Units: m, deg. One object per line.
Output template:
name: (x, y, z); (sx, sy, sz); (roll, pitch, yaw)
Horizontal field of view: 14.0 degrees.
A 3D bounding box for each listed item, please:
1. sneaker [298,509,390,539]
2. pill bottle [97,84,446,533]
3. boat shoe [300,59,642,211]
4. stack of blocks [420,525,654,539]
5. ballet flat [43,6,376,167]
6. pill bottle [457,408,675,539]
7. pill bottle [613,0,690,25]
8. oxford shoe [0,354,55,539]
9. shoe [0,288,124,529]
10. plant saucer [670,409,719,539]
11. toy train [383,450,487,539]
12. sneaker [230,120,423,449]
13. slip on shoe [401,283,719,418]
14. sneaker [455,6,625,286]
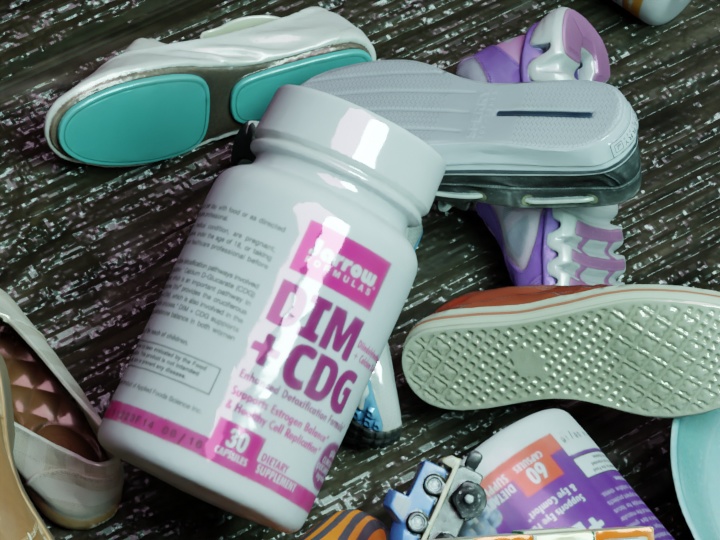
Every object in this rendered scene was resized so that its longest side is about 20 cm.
sneaker: (-0.055, 0.174, 1.422); (0.077, 0.112, 0.200); (8, 50, 37)
pill bottle: (-0.040, 0.018, 1.450); (0.113, 0.113, 0.201); (24, 82, 4)
boat shoe: (0.053, -0.060, 1.541); (0.199, 0.071, 0.072); (8, 50, 26)
stack of blocks: (0.038, 0.182, 1.357); (0.199, 0.059, 0.116); (-4, 86, -7)
ballet flat: (-0.089, -0.105, 1.620); (0.199, 0.070, 0.070); (-14, 64, -22)
pill bottle: (0.121, 0.177, 1.462); (0.111, 0.112, 0.200); (-31, 70, -24)
pill bottle: (0.124, -0.240, 1.699); (0.200, 0.112, 0.112); (36, 61, 10)
oxford shoe: (-0.193, 0.126, 1.437); (0.071, 0.071, 0.201); (-19, 82, 8)
shoe: (-0.189, 0.046, 1.513); (0.070, 0.053, 0.200); (-37, 73, -26)
plant saucer: (0.253, 0.111, 1.510); (0.199, 0.036, 0.201); (4, 60, -7)
toy train: (0.005, 0.173, 1.409); (0.046, 0.034, 0.201); (26, 83, 0)
sneaker: (0.000, 0.000, 1.566); (0.086, 0.075, 0.201); (-8, 63, -21)
slip on shoe: (0.121, 0.034, 1.506); (0.199, 0.074, 0.061); (-3, 25, 23)
sneaker: (0.091, -0.040, 1.606); (0.088, 0.080, 0.201); (-9, 76, 25)
